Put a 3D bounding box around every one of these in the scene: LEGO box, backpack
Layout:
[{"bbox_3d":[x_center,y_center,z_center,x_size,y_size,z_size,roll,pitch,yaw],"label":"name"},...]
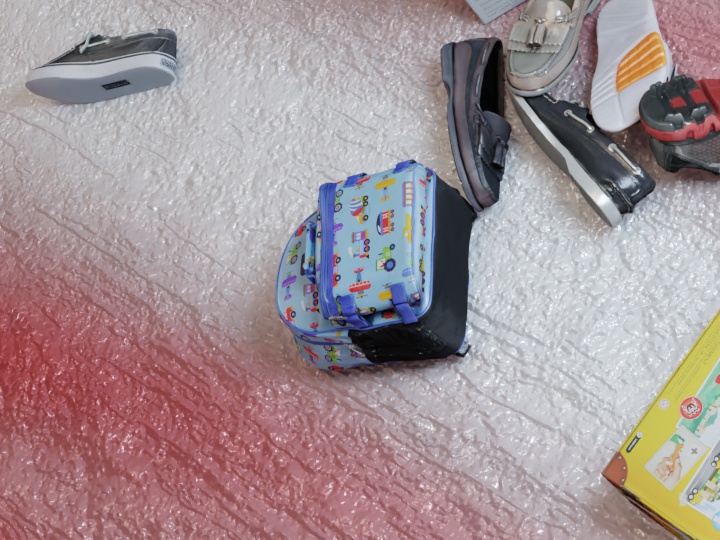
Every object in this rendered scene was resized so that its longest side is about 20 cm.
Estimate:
[{"bbox_3d":[0.320,0.138,1.308,0.149,0.077,0.201,35,87,38],"label":"LEGO box"},{"bbox_3d":[0.000,0.000,1.538,0.199,0.134,0.184,-10,61,30],"label":"backpack"}]

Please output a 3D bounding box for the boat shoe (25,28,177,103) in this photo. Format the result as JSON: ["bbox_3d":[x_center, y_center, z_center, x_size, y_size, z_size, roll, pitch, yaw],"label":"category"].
[{"bbox_3d":[-0.307,-0.249,1.882,0.198,0.074,0.069,-8,67,27],"label":"boat shoe"}]

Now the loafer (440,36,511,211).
[{"bbox_3d":[0.122,-0.154,1.583,0.063,0.072,0.201,-18,55,17],"label":"loafer"}]

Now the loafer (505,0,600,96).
[{"bbox_3d":[0.188,-0.255,1.555,0.071,0.063,0.201,11,50,26],"label":"loafer"}]

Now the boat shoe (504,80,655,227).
[{"bbox_3d":[0.206,-0.126,1.513,0.060,0.074,0.200,-36,49,3],"label":"boat shoe"}]

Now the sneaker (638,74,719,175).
[{"bbox_3d":[0.349,-0.138,1.437,0.199,0.098,0.071,-14,46,-2],"label":"sneaker"}]

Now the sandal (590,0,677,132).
[{"bbox_3d":[0.269,-0.194,1.524,0.079,0.059,0.208,-22,35,28],"label":"sandal"}]

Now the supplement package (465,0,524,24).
[{"bbox_3d":[0.126,-0.389,1.612,0.151,0.200,0.152,-29,55,16],"label":"supplement package"}]
